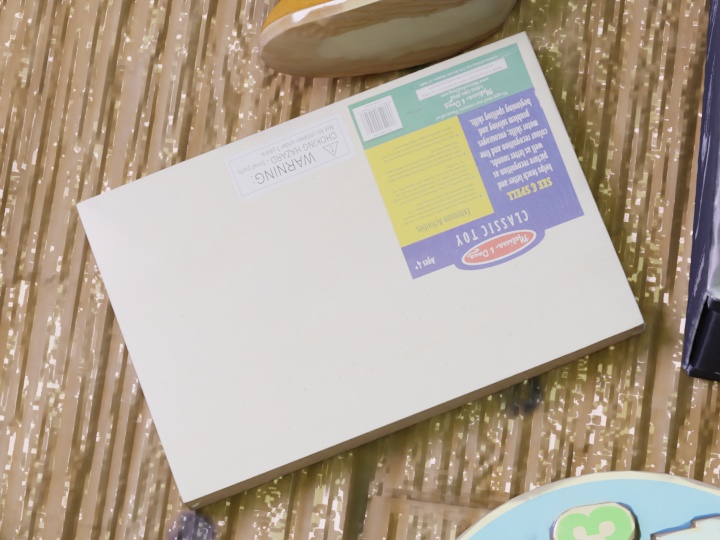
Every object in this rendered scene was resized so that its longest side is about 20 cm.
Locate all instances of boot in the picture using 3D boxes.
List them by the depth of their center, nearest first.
[{"bbox_3d":[0.035,-0.171,1.102,0.200,0.071,0.145,-19,70,-4],"label":"boot"}]

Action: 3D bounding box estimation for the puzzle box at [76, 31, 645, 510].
[{"bbox_3d":[0.000,0.000,1.080,0.199,0.025,0.134,-21,76,-1],"label":"puzzle box"}]

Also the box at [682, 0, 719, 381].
[{"bbox_3d":[0.183,-0.064,1.020,0.104,0.148,0.201,5,78,4],"label":"box"}]

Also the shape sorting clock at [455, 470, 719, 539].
[{"bbox_3d":[0.105,0.176,1.025,0.199,0.039,0.201,-1,77,4],"label":"shape sorting clock"}]
